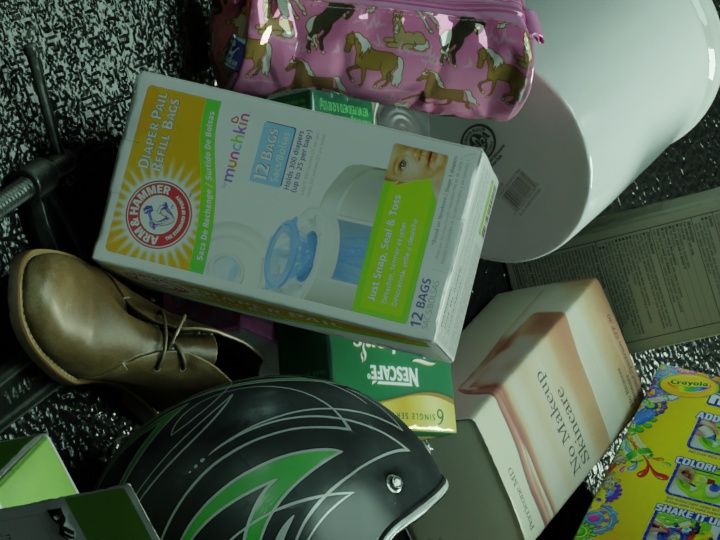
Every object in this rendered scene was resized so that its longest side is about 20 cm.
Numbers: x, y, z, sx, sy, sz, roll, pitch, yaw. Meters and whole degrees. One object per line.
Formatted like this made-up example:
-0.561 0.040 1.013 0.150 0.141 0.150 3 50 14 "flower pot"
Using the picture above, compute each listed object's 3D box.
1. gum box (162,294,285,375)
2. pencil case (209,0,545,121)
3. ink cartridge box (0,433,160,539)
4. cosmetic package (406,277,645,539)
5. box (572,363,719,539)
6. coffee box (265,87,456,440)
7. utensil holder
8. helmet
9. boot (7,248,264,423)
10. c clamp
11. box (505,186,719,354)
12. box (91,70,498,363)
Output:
-0.031 0.012 1.804 0.200 0.066 0.114 26 61 -48 "gum box"
0.008 -0.138 1.808 0.199 0.086 0.083 5 92 -15 "pencil case"
-0.143 0.160 1.487 0.076 0.199 0.148 -48 119 -49 "ink cartridge box"
0.099 0.096 1.944 0.200 0.087 0.104 -46 118 -50 "cosmetic package"
0.223 0.207 1.992 0.193 0.121 0.201 -58 153 -45 "box"
0.000 0.000 1.754 0.123 0.044 0.202 8 75 -52 "coffee box"
0.126 -0.120 1.982 0.200 0.169 0.171 -41 113 -48 "utensil holder"
-0.053 0.152 1.618 0.199 0.199 0.192 3 91 -54 "helmet"
-0.121 0.034 1.641 0.200 0.075 0.074 34 55 -55 "boot"
-0.202 -0.004 1.612 0.200 0.027 0.172 -49 124 -51 "c clamp"
0.207 0.001 2.026 0.078 0.199 0.096 -23 98 -55 "box"
-0.035 -0.028 1.649 0.101 0.199 0.113 47 57 -79 "box"
